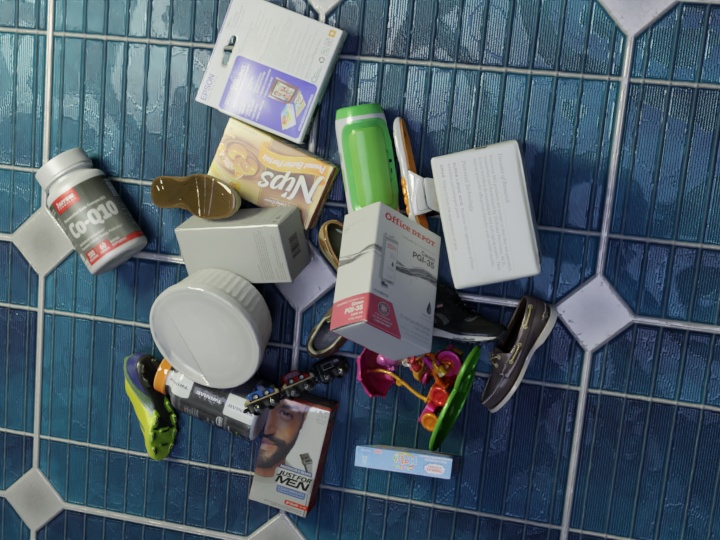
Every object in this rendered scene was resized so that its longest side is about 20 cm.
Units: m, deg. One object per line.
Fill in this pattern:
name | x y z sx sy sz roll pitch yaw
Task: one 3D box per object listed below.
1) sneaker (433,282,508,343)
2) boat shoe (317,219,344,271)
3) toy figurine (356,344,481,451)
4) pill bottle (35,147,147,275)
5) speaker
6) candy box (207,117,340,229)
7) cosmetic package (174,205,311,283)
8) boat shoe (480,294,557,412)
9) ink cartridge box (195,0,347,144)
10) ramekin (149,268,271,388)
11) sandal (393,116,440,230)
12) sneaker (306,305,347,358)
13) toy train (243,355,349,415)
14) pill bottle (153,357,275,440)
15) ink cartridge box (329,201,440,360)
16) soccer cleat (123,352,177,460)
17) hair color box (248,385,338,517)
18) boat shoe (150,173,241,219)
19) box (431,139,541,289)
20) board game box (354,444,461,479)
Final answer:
sneaker | 0.144 0.067 1.468 0.199 0.076 0.088 7 92 30
boat shoe | 0.000 0.000 1.468 0.076 0.074 0.200 -41 83 -8
toy figurine | 0.081 0.167 1.482 0.183 0.150 0.201 27 124 17
pill bottle | -0.470 -0.103 1.575 0.114 0.114 0.201 -33 90 15
speaker | 0.012 -0.166 1.478 0.088 0.088 0.202 -7 96 13
candy box | -0.147 -0.164 1.527 0.199 0.055 0.116 26 103 7
cosmetic package | -0.196 -0.041 1.510 0.199 0.085 0.108 0 117 24
boat shoe | 0.244 0.135 1.471 0.059 0.072 0.201 28 99 -13
ink cartridge box | -0.148 -0.336 1.501 0.199 0.043 0.199 23 96 8
ramekin | -0.239 0.088 1.497 0.201 0.094 0.204 10 124 16
sandal | 0.099 -0.150 1.464 0.059 0.079 0.208 -11 94 16
sneaker | -0.016 0.073 1.521 0.070 0.076 0.200 39 103 4
toy train | -0.111 0.191 1.529 0.199 0.034 0.046 -22 80 -24
pill bottle | -0.257 0.212 1.579 0.199 0.106 0.107 20 102 8
ink cartridge box | 0.041 0.017 1.381 0.082 0.146 0.201 -19 54 44
soccer cleat | -0.385 0.245 1.645 0.083 0.065 0.202 1 104 42
hair color box | -0.117 0.316 1.586 0.110 0.064 0.202 15 100 11
boat shoe | -0.266 -0.126 1.519 0.199 0.065 0.073 8 98 37
box | 0.199 -0.090 1.388 0.130 0.199 0.202 -10 95 13
board game box | 0.082 0.308 1.471 0.150 0.200 0.037 5 80 12
